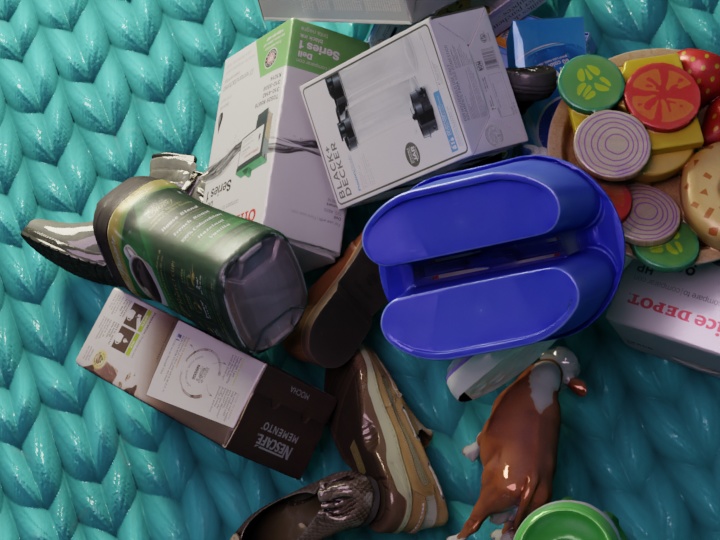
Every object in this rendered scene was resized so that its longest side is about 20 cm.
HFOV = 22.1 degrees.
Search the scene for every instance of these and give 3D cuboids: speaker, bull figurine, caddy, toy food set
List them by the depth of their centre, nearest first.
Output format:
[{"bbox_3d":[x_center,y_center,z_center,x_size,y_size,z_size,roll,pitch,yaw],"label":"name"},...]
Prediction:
[{"bbox_3d":[0.098,-0.008,1.391,0.199,0.105,0.142,-11,94,24],"label":"caddy"},{"bbox_3d":[0.163,0.220,1.405,0.088,0.200,0.089,-2,80,10],"label":"speaker"},{"bbox_3d":[0.241,-0.090,1.441,0.197,0.049,0.201,-9,66,-5],"label":"toy food set"},{"bbox_3d":[0.127,0.144,1.493,0.065,0.200,0.122,28,125,-2],"label":"bull figurine"}]

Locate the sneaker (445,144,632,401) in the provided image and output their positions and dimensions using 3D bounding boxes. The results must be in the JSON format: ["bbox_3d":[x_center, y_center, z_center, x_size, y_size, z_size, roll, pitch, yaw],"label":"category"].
[{"bbox_3d":[0.110,-0.008,1.486,0.200,0.081,0.146,-43,71,0],"label":"sneaker"}]

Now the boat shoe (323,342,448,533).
[{"bbox_3d":[0.025,0.142,1.572,0.072,0.076,0.200,-59,35,40],"label":"boat shoe"}]

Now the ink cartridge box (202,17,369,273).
[{"bbox_3d":[-0.071,-0.102,1.640,0.146,0.084,0.201,-21,57,59],"label":"ink cartridge box"}]

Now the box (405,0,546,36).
[{"bbox_3d":[0.093,-0.220,1.634,0.200,0.039,0.042,-34,63,8],"label":"box"}]

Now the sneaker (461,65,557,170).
[{"bbox_3d":[0.100,-0.116,1.537,0.200,0.060,0.105,9,104,60],"label":"sneaker"}]

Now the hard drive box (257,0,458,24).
[{"bbox_3d":[0.022,-0.277,1.607,0.156,0.077,0.200,-30,26,-33],"label":"hard drive box"}]

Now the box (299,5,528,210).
[{"bbox_3d":[0.039,-0.128,1.507,0.200,0.060,0.117,-17,90,56],"label":"box"}]

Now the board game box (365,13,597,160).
[{"bbox_3d":[0.091,-0.171,1.661,0.200,0.037,0.152,22,82,27],"label":"board game box"}]

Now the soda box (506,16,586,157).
[{"bbox_3d":[0.163,-0.109,1.566,0.064,0.068,0.201,-4,83,-1],"label":"soda box"}]

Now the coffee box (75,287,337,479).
[{"bbox_3d":[-0.134,0.097,1.596,0.200,0.113,0.080,23,84,39],"label":"coffee box"}]

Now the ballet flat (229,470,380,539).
[{"bbox_3d":[-0.061,0.215,1.545,0.200,0.046,0.068,-31,57,43],"label":"ballet flat"}]

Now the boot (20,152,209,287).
[{"bbox_3d":[-0.210,-0.051,1.734,0.199,0.068,0.131,14,72,19],"label":"boot"}]

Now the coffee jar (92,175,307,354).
[{"bbox_3d":[-0.139,-0.009,1.555,0.085,0.105,0.200,-39,41,-26],"label":"coffee jar"}]

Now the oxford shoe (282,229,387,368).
[{"bbox_3d":[0.000,0.000,1.611,0.200,0.071,0.071,-47,27,-24],"label":"oxford shoe"}]

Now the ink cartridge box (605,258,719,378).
[{"bbox_3d":[0.306,-0.019,1.499,0.145,0.084,0.201,19,81,25],"label":"ink cartridge box"}]
